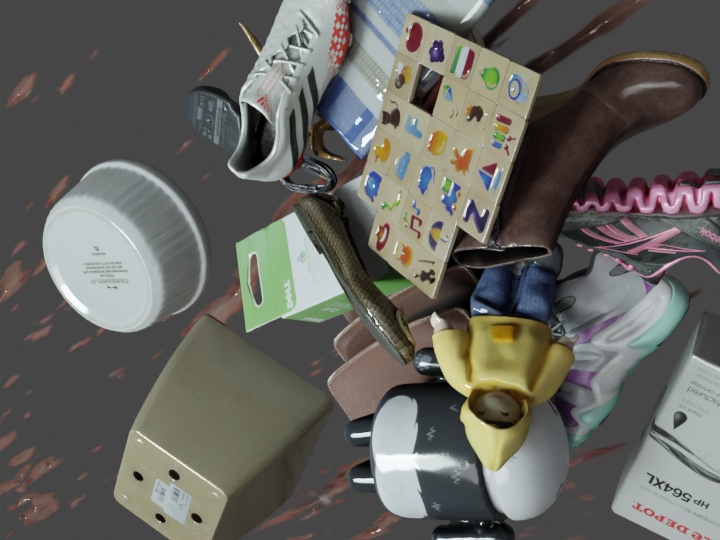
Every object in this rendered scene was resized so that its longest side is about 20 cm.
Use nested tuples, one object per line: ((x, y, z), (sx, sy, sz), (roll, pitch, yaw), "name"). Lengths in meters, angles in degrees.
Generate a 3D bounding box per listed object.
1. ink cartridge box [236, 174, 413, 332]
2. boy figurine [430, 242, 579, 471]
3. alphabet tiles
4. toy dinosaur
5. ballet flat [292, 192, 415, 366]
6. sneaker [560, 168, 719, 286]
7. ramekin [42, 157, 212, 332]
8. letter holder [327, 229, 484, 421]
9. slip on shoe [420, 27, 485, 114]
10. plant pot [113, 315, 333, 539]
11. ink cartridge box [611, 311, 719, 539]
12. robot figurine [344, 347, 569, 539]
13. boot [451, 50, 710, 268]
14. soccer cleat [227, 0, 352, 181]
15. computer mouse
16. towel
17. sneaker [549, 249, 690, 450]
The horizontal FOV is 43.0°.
((-0.036, -0.011, 0.928), (0.199, 0.059, 0.105), (-24, 68, 36), "ink cartridge box")
((0.114, 0.064, 0.752), (0.123, 0.201, 0.065), (13, 144, 9), "boy figurine")
((0.060, -0.089, 0.747), (0.167, 0.007, 0.202), (41, 123, 45), "alphabet tiles")
((-0.030, -0.163, 0.882), (0.198, 0.060, 0.107), (16, 97, 18), "toy dinosaur")
((0.000, 0.000, 0.823), (0.201, 0.046, 0.068), (56, 173, 34), "ballet flat")
((0.227, -0.030, 0.775), (0.198, 0.079, 0.096), (0, 111, 28), "sneaker")
((-0.279, -0.021, 1.068), (0.200, 0.094, 0.204), (14, 122, 23), "ramekin")
((0.052, 0.059, 0.922), (0.199, 0.101, 0.143), (-33, 96, 38), "letter holder")
((0.065, -0.117, 0.810), (0.061, 0.074, 0.202), (11, 114, -15), "slip on shoe")
((-0.181, 0.215, 1.094), (0.199, 0.177, 0.201), (32, 128, 10), "plant pot")
((0.335, 0.161, 0.827), (0.145, 0.084, 0.202), (24, 125, 16), "ink cartridge box")
((0.087, 0.161, 0.820), (0.198, 0.125, 0.151), (-7, 126, 27), "robot figurine")
((0.172, -0.080, 0.725), (0.199, 0.168, 0.072), (-10, 140, 43), "boot")
((-0.064, -0.169, 0.794), (0.068, 0.085, 0.202), (30, 116, 20), "soccer cleat")
((-0.100, -0.134, 0.928), (0.199, 0.034, 0.059), (33, 130, 20), "computer mouse")
((0.016, -0.218, 0.799), (0.147, 0.024, 0.200), (49, 121, 12), "towel")
((0.192, 0.061, 0.847), (0.139, 0.078, 0.201), (37, 104, 13), "sneaker")
